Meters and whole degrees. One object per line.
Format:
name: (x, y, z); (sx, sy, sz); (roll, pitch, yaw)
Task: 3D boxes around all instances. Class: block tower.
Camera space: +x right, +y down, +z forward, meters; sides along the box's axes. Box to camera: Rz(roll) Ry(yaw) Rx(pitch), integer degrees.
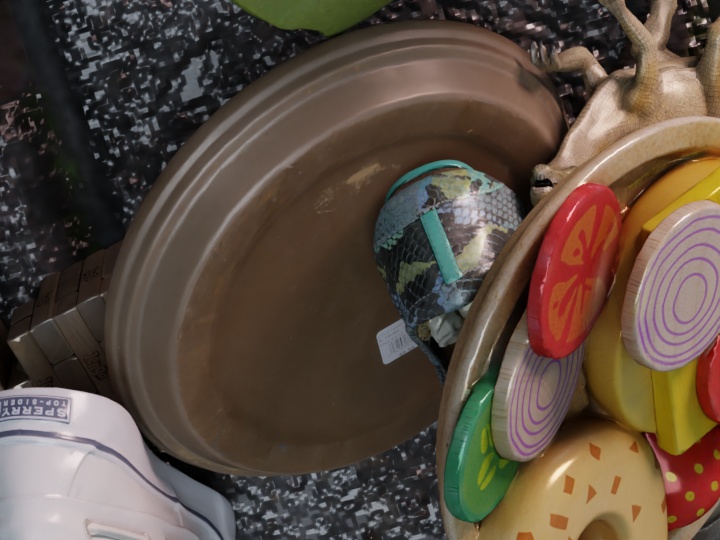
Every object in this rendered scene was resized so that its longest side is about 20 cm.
block tower: (-0.122, 0.039, 1.063); (0.200, 0.054, 0.058); (-28, 110, 7)

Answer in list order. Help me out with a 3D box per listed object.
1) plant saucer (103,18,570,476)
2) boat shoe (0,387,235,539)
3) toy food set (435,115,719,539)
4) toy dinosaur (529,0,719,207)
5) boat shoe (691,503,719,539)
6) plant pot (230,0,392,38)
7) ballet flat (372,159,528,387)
plant saucer: (0.000, 0.000, 1.014); (0.200, 0.029, 0.200); (-22, 135, -23)
boat shoe: (-0.097, 0.102, 1.022); (0.074, 0.200, 0.065); (-5, 68, 16)
toy food set: (0.098, 0.039, 0.970); (0.200, 0.049, 0.198); (-36, 133, -31)
toy dinosaur: (0.124, -0.069, 1.033); (0.200, 0.058, 0.101); (-14, 99, -34)
boat shoe: (0.189, 0.054, 1.075); (0.200, 0.072, 0.072); (-38, 108, 9)
plant pot: (0.015, -0.183, 0.937); (0.200, 0.200, 0.190); (41, 116, -15)
ballet flat: (0.061, 0.039, 1.020); (0.074, 0.074, 0.200); (-33, 139, 9)
